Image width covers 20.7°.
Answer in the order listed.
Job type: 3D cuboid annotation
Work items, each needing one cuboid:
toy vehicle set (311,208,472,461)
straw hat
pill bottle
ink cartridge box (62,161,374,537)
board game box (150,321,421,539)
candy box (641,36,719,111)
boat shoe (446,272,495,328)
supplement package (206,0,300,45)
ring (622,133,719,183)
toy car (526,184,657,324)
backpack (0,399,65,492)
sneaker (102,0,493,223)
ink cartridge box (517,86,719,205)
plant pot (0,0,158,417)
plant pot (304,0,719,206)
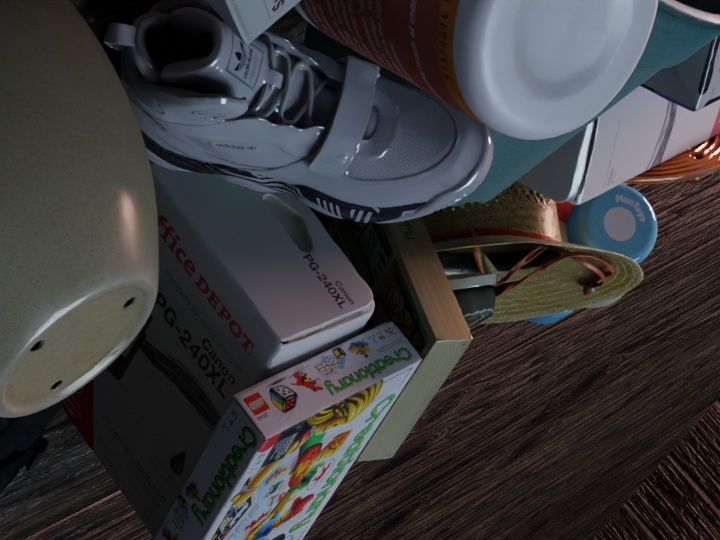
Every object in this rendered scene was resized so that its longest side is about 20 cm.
[{"bbox_3d":[0.000,0.000,1.221,0.026,0.201,0.125,-1,142,-29],"label":"toy vehicle set"},{"bbox_3d":[0.085,-0.029,1.307,0.199,0.086,0.201,-2,164,-1],"label":"straw hat"},{"bbox_3d":[0.031,-0.145,0.898,0.111,0.200,0.113,-21,126,-31],"label":"pill bottle"},{"bbox_3d":[-0.097,0.038,1.179,0.083,0.146,0.201,-20,153,-43],"label":"ink cartridge box"},{"bbox_3d":[-0.053,0.120,1.163,0.126,0.035,0.201,-25,156,-40],"label":"board game box"},{"bbox_3d":[0.204,-0.187,1.241,0.199,0.167,0.072,-25,136,-43],"label":"candy box"},{"bbox_3d":[0.022,0.049,1.283,0.072,0.061,0.201,-2,166,-38],"label":"boat shoe"},{"bbox_3d":[-0.015,-0.213,0.793,0.200,0.117,0.117,-40,163,-6],"label":"supplement package"},{"bbox_3d":[0.160,-0.100,1.343,0.200,0.199,0.019,-25,132,-43],"label":"ring"},{"bbox_3d":[0.145,-0.090,1.471,0.184,0.176,0.201,130,-15,-70],"label":"toy car"},{"bbox_3d":[-0.264,0.099,0.998,0.163,0.154,0.200,-43,-175,24],"label":"backpack"},{"bbox_3d":[-0.033,-0.082,0.973,0.115,0.198,0.076,77,25,-73],"label":"sneaker"},{"bbox_3d":[0.148,-0.132,1.285,0.199,0.146,0.083,-25,135,-44],"label":"ink cartridge box"},{"bbox_3d":[-0.170,-0.012,0.913,0.200,0.135,0.201,-37,163,-13],"label":"plant pot"},{"bbox_3d":[0.081,-0.151,1.071,0.196,0.201,0.200,-43,166,35],"label":"plant pot"}]
